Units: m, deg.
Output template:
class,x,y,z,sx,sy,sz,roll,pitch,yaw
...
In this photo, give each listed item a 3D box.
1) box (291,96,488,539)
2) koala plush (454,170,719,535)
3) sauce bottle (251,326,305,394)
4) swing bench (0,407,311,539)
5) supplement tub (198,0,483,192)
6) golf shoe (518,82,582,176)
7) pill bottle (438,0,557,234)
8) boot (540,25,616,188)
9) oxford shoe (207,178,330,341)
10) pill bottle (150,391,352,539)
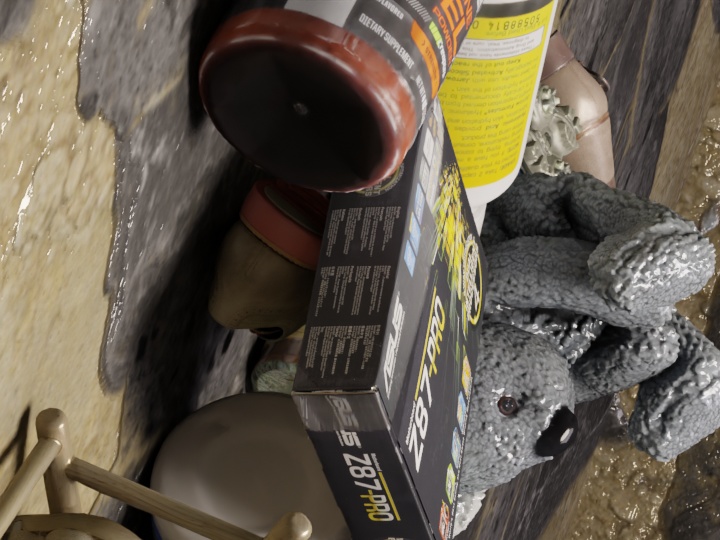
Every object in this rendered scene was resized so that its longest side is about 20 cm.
class,x,y,z,sx,sy,sz,roll,pitch,yaw
box,0.019,0.028,1.478,0.161,0.049,0.200,68,25,-48
koala plush,0.086,0.056,1.704,0.200,0.184,0.178,-44,141,-23
sauce bottle,0.000,0.000,1.706,0.065,0.065,0.200,94,17,-53
swing bench,-0.131,0.207,1.249,0.199,0.129,0.200,-59,169,-51
supplement tub,0.006,-0.140,1.393,0.107,0.107,0.200,94,18,-53
golf shoe,0.051,-0.111,1.742,0.200,0.097,0.078,56,42,-41
pill bottle,0.042,-0.103,1.611,0.111,0.111,0.200,-56,161,-53
boot,0.087,-0.100,1.886,0.070,0.200,0.147,-40,117,-33
oxford shoe,-0.039,-0.003,1.541,0.075,0.070,0.200,-54,166,7
pill bottle,-0.054,0.163,1.575,0.200,0.113,0.114,92,20,-55
